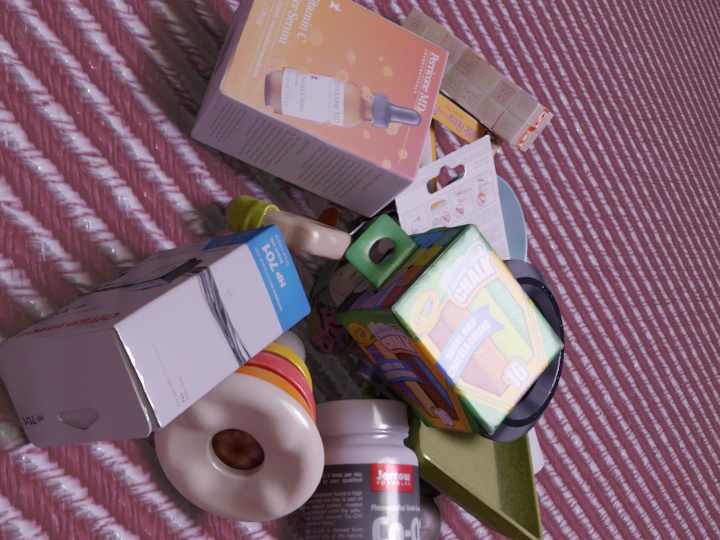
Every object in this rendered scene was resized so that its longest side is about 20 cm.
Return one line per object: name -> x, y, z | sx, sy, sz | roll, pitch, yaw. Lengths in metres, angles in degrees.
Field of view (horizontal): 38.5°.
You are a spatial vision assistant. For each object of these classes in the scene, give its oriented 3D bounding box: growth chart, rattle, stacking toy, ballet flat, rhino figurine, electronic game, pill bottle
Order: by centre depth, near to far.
stacking toy -> -0.087, 0.109, 0.922 | 0.147, 0.145, 0.200 | 62, 22, -21
pill bottle -> 0.002, 0.230, 0.998 | 0.114, 0.113, 0.202 | 18, 66, -51
rattle -> -0.067, 0.001, 1.014 | 0.200, 0.129, 0.144 | 8, 84, -81
ballet flat -> 0.000, 0.000, 1.099 | 0.069, 0.071, 0.201 | 39, 46, -13
rhino figurine -> 0.064, 0.303, 1.110 | 0.087, 0.060, 0.202 | 16, 68, -34
electronic game -> 0.165, 0.089, 1.143 | 0.199, 0.041, 0.202 | -3, 94, -45
growth chart -> 0.039, 0.111, 1.172 | 0.200, 0.018, 0.146 | 51, 43, -34

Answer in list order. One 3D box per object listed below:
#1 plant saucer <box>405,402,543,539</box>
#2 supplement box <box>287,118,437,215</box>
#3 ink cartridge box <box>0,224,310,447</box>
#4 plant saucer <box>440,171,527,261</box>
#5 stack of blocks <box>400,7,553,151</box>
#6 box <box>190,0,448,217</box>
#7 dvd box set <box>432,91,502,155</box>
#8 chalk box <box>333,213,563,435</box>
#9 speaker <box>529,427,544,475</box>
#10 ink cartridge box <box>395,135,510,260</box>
plant saucer -> 0.113, 0.188, 1.138 | 0.199, 0.048, 0.201 | 40, 28, -25
supplement box -> 0.005, -0.136, 1.149 | 0.199, 0.073, 0.127 | 22, 62, -52
ink cartridge box -> -0.156, 0.047, 0.799 | 0.200, 0.145, 0.087 | -36, 111, -53
plant saucer -> 0.119, -0.017, 1.198 | 0.200, 0.039, 0.203 | -8, 102, -43
stack of blocks -> 0.139, -0.232, 1.267 | 0.200, 0.059, 0.115 | 42, 15, 17
box -> -0.037, -0.169, 0.986 | 0.199, 0.106, 0.154 | 22, 66, -17
dvd box set -> 0.071, -0.213, 1.229 | 0.199, 0.029, 0.146 | 24, 18, -49
chalk box -> 0.070, 0.039, 0.977 | 0.125, 0.124, 0.200 | -46, 107, -22
speaker -> 0.164, 0.157, 1.281 | 0.081, 0.081, 0.202 | -28, 104, -54
ink cartridge box -> 0.092, -0.026, 1.114 | 0.160, 0.050, 0.202 | -29, 113, -37
